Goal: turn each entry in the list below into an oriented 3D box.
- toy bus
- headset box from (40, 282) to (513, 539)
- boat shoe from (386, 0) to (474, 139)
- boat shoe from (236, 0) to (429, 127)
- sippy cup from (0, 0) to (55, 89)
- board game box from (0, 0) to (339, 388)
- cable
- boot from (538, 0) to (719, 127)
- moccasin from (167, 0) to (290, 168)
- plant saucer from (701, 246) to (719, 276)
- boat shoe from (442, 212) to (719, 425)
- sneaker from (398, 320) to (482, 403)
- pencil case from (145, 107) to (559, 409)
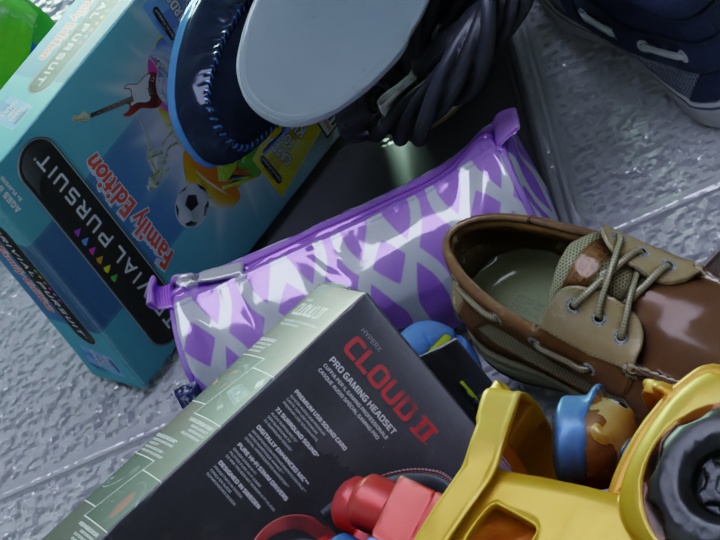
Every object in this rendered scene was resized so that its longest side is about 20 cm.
[{"bbox_3d":[0.076,0.111,1.127,0.191,0.136,0.201,27,79,25],"label":"toy bus"},{"bbox_3d":[-0.018,0.112,1.217,0.200,0.149,0.075,-42,13,-10],"label":"headset box"},{"bbox_3d":[0.036,-0.158,1.504,0.072,0.072,0.201,-13,45,41],"label":"boat shoe"},{"bbox_3d":[0.009,-0.146,1.360,0.071,0.091,0.201,32,79,1],"label":"boat shoe"},{"bbox_3d":[-0.240,-0.081,1.585,0.139,0.178,0.131,13,66,7],"label":"sippy cup"},{"bbox_3d":[-0.101,-0.067,1.452,0.047,0.151,0.200,13,58,46],"label":"board game box"},{"bbox_3d":[0.062,-0.145,1.380,0.200,0.051,0.163,-54,7,-17],"label":"cable"},{"bbox_3d":[0.132,-0.152,1.430,0.073,0.091,0.200,-40,41,-7],"label":"boot"},{"bbox_3d":[-0.031,-0.132,1.410,0.068,0.081,0.201,-8,41,36],"label":"moccasin"},{"bbox_3d":[0.218,0.040,1.233,0.199,0.032,0.201,-19,43,18],"label":"plant saucer"},{"bbox_3d":[0.107,0.020,1.244,0.199,0.074,0.076,13,60,46],"label":"boat shoe"},{"bbox_3d":[-0.018,0.109,1.304,0.200,0.071,0.083,-55,18,-16],"label":"sneaker"},{"bbox_3d":[0.000,0.000,1.373,0.199,0.086,0.084,-25,24,7],"label":"pencil case"}]
